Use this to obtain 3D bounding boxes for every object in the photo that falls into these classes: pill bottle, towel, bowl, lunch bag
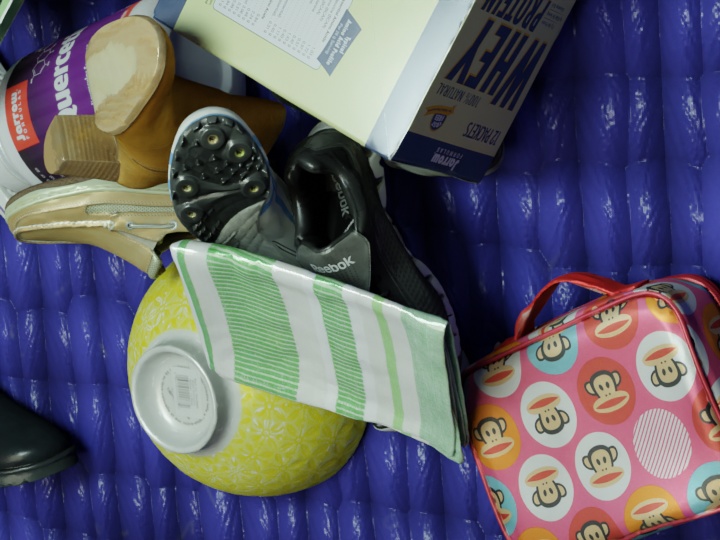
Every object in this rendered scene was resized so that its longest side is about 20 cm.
[{"bbox_3d":[-0.186,-0.120,1.596,0.199,0.112,0.113,-19,91,37],"label":"pill bottle"},{"bbox_3d":[-0.025,0.051,1.438,0.199,0.023,0.153,19,148,23],"label":"towel"},{"bbox_3d":[-0.102,0.079,1.596,0.199,0.107,0.201,10,108,33],"label":"bowl"},{"bbox_3d":[0.158,0.087,1.428,0.199,0.082,0.177,-24,88,38],"label":"lunch bag"}]

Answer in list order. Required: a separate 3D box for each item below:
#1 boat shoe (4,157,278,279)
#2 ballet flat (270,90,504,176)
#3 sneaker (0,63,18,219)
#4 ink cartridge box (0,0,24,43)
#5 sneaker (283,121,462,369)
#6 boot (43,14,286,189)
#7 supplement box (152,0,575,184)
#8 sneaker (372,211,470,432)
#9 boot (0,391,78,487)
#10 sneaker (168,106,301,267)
[{"bbox_3d":[-0.154,-0.032,1.569,0.199,0.072,0.077,-8,81,6],"label":"boat shoe"},{"bbox_3d":[0.017,-0.106,1.498,0.200,0.067,0.064,33,147,25],"label":"ballet flat"},{"bbox_3d":[-0.302,-0.095,1.721,0.114,0.072,0.201,-45,69,42],"label":"sneaker"},{"bbox_3d":[-0.253,-0.219,1.590,0.146,0.048,0.201,-54,34,32],"label":"ink cartridge box"},{"bbox_3d":[0.000,0.000,1.438,0.066,0.090,0.201,-23,92,27],"label":"sneaker"},{"bbox_3d":[-0.111,-0.109,1.433,0.201,0.143,0.071,-39,57,57],"label":"boot"},{"bbox_3d":[0.017,-0.191,1.385,0.199,0.134,0.201,33,101,25],"label":"supplement box"},{"bbox_3d":[0.002,0.023,1.525,0.074,0.080,0.200,-44,75,37],"label":"sneaker"},{"bbox_3d":[-0.320,0.081,1.769,0.199,0.076,0.169,3,108,41],"label":"boot"},{"bbox_3d":[-0.081,-0.049,1.449,0.071,0.200,0.073,-14,56,5],"label":"sneaker"}]
